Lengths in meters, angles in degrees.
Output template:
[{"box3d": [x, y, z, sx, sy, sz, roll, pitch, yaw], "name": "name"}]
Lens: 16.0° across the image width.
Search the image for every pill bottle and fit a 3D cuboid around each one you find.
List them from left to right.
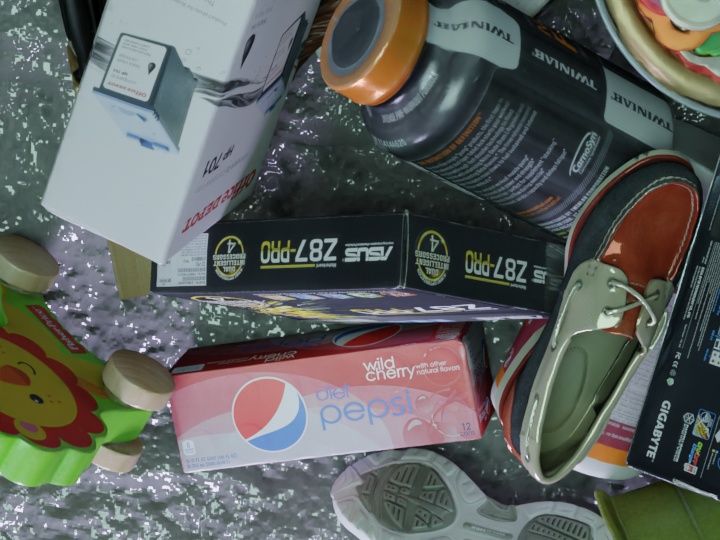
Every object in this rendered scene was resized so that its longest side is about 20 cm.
[{"box3d": [0.074, -0.096, 1.442, 0.199, 0.106, 0.106, 25, 113, -32], "name": "pill bottle"}, {"box3d": [0.166, 0.016, 1.533, 0.109, 0.110, 0.201, 27, 108, 4], "name": "pill bottle"}]

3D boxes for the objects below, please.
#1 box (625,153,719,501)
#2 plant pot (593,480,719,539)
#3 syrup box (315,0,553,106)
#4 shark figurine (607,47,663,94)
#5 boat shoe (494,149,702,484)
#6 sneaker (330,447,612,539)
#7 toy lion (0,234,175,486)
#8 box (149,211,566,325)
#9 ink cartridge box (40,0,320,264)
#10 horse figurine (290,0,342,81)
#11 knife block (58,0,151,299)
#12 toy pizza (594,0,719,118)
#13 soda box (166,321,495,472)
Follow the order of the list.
[{"box3d": [0.252, 0.041, 1.422, 0.158, 0.046, 0.201, 19, 100, 20], "name": "box"}, {"box3d": [0.268, 0.176, 1.528, 0.189, 0.200, 0.201, -29, 97, 6], "name": "plant pot"}, {"box3d": [0.073, -0.175, 1.518, 0.200, 0.079, 0.081, -43, 92, 19], "name": "syrup box"}, {"box3d": [0.204, -0.178, 1.461, 0.128, 0.089, 0.216, 42, 121, 39], "name": "shark figurine"}, {"box3d": [0.139, 0.027, 1.441, 0.071, 0.063, 0.201, 20, 112, -21], "name": "boat shoe"}, {"box3d": [0.071, 0.182, 1.618, 0.199, 0.078, 0.100, 21, 148, 24], "name": "sneaker"}, {"box3d": [-0.222, 0.058, 1.557, 0.200, 0.191, 0.069, 43, 113, 29], "name": "toy lion"}, {"box3d": [0.000, 0.000, 1.502, 0.199, 0.161, 0.050, -2, 83, 40], "name": "box"}, {"box3d": [-0.089, -0.124, 1.426, 0.085, 0.146, 0.201, 24, 115, 10], "name": "ink cartridge box"}, {"box3d": [-0.047, -0.218, 1.488, 0.132, 0.050, 0.201, -19, 101, 22], "name": "horse figurine"}, {"box3d": [-0.151, -0.103, 1.558, 0.175, 0.064, 0.200, 30, 112, -25], "name": "knife block"}, {"box3d": [0.224, -0.183, 1.420, 0.199, 0.032, 0.202, 0, 91, -7], "name": "toy pizza"}, {"box3d": [-0.018, 0.077, 1.615, 0.198, 0.063, 0.071, -8, 103, 15], "name": "soda box"}]
